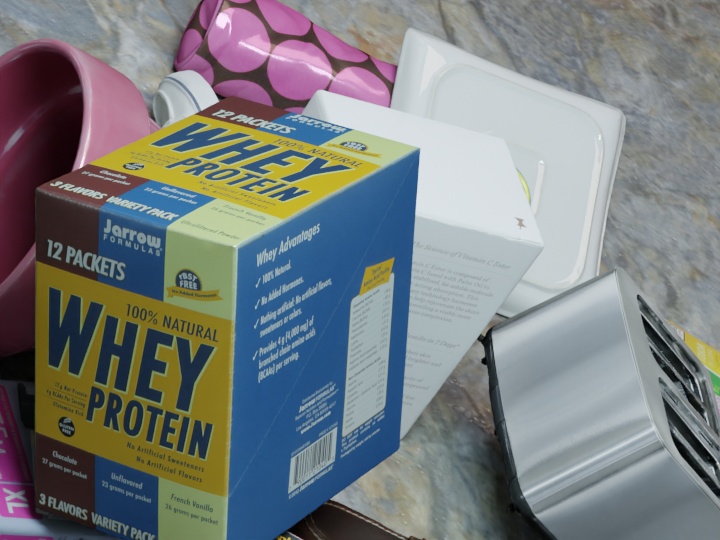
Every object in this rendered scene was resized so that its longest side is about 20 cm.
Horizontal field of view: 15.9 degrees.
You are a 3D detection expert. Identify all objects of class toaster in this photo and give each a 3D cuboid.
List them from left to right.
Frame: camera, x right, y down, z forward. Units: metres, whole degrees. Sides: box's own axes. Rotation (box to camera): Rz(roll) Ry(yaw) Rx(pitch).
[{"bbox_3d":[0.169,0.115,1.732,0.200,0.119,0.181,47,22,-36],"label":"toaster"}]

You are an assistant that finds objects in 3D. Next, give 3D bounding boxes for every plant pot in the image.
[{"bbox_3d":[-0.166,-0.020,1.630,0.179,0.200,0.200,29,31,-35],"label":"plant pot"}]

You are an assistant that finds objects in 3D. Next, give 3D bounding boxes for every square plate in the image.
[{"bbox_3d":[0.108,-0.066,1.957,0.200,0.028,0.198,19,68,-21],"label":"square plate"}]

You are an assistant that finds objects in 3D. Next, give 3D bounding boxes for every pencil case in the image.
[{"bbox_3d":[-0.038,-0.154,1.980,0.200,0.091,0.094,28,26,-14],"label":"pencil case"}]

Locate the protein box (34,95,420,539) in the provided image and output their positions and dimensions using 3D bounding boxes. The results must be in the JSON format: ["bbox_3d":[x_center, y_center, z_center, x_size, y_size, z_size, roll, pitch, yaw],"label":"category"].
[{"bbox_3d":[-0.075,0.031,1.486,0.135,0.200,0.199,16,26,27],"label":"protein box"}]

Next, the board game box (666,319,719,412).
[{"bbox_3d":[0.288,0.117,1.920,0.200,0.040,0.153,32,17,-5],"label":"board game box"}]

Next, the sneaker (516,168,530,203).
[{"bbox_3d":[0.029,-0.039,1.820,0.200,0.131,0.080,-16,83,-28],"label":"sneaker"}]

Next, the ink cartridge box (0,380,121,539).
[{"bbox_3d":[-0.153,0.126,1.566,0.200,0.042,0.119,10,41,-34],"label":"ink cartridge box"}]

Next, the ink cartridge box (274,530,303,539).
[{"bbox_3d":[-0.001,0.237,1.478,0.200,0.084,0.176,28,46,6],"label":"ink cartridge box"}]

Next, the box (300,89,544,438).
[{"bbox_3d":[0.000,0.000,1.718,0.152,0.200,0.106,14,39,-29],"label":"box"}]

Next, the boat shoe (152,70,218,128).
[{"bbox_3d":[-0.124,-0.076,1.823,0.065,0.074,0.200,-9,36,-16],"label":"boat shoe"}]

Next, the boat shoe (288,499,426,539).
[{"bbox_3d":[0.045,0.201,1.598,0.200,0.070,0.070,35,35,5],"label":"boat shoe"}]
